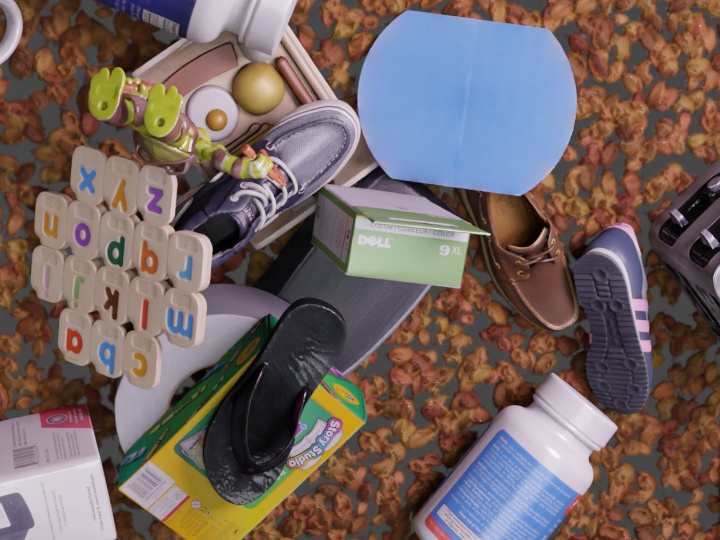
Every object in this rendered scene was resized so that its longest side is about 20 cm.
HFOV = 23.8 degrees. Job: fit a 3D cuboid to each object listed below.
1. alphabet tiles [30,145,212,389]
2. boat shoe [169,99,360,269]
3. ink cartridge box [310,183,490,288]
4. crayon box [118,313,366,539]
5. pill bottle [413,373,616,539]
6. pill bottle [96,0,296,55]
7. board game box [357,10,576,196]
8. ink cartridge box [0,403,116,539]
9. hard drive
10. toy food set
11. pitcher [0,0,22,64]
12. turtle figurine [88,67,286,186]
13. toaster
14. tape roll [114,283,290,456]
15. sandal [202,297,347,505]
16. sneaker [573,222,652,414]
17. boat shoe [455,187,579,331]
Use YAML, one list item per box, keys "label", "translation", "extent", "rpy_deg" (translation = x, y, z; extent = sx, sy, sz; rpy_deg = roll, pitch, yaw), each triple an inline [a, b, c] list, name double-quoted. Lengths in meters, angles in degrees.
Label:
- label: "alphabet tiles"
  translation: [-0.210, -0.003, 1.480]
  extent: [0.015, 0.199, 0.197]
  rpy_deg: [-14, 115, -54]
- label: "boat shoe"
  translation: [-0.082, -0.068, 1.480]
  extent: [0.200, 0.093, 0.075]
  rpy_deg: [-37, 110, 10]
- label: "ink cartridge box"
  translation: [0.030, -0.026, 1.465]
  extent: [0.103, 0.200, 0.060]
  rpy_deg: [7, 99, -16]
- label: "crayon box"
  translation: [-0.105, 0.150, 1.508]
  extent: [0.119, 0.058, 0.200]
  rpy_deg: [41, 105, -20]
- label: "pill bottle"
  translation: [0.152, 0.202, 1.640]
  extent: [0.112, 0.112, 0.200]
  rpy_deg: [38, 94, -20]
- label: "pill bottle"
  translation: [-0.148, -0.259, 1.425]
  extent: [0.199, 0.120, 0.120]
  rpy_deg: [22, 99, -3]
- label: "board game box"
  translation: [0.096, -0.149, 1.566]
  extent: [0.199, 0.039, 0.159]
  rpy_deg: [7, 81, 2]
- label: "ink cartridge box"
  translation: [-0.327, 0.197, 1.511]
  extent: [0.199, 0.145, 0.085]
  rpy_deg: [-12, 107, -10]
- label: "hard drive"
  translation: [0.000, 0.000, 1.594]
  extent: [0.135, 0.042, 0.200]
  rpy_deg: [40, 92, -20]
- label: "toy food set"
  translation: [-0.091, -0.136, 1.526]
  extent: [0.143, 0.060, 0.200]
  rpy_deg: [-36, 109, -3]
- label: "pitcher"
  translation: [-0.383, -0.165, 1.426]
  extent: [0.171, 0.121, 0.201]
  rpy_deg: [22, 87, -33]
- label: "turtle figurine"
  translation: [-0.165, -0.118, 1.402]
  extent: [0.200, 0.161, 0.065]
  rpy_deg: [33, 90, 20]
- label: "toaster"
  translation: [0.383, 0.009, 1.621]
  extent: [0.119, 0.181, 0.200]
  rpy_deg: [-38, 109, 2]
- label: "tape roll"
  translation: [-0.124, 0.116, 1.559]
  extent: [0.199, 0.066, 0.201]
  rpy_deg: [-2, 116, -4]
- label: "sandal"
  translation: [-0.077, 0.115, 1.435]
  extent: [0.075, 0.048, 0.201]
  rpy_deg: [22, 109, -14]
- label: "sneaker"
  translation: [0.258, 0.046, 1.660]
  extent: [0.070, 0.082, 0.201]
  rpy_deg: [10, 129, 27]
- label: "boat shoe"
  translation: [0.152, -0.023, 1.612]
  extent: [0.072, 0.068, 0.201]
  rpy_deg: [-30, 110, -5]
